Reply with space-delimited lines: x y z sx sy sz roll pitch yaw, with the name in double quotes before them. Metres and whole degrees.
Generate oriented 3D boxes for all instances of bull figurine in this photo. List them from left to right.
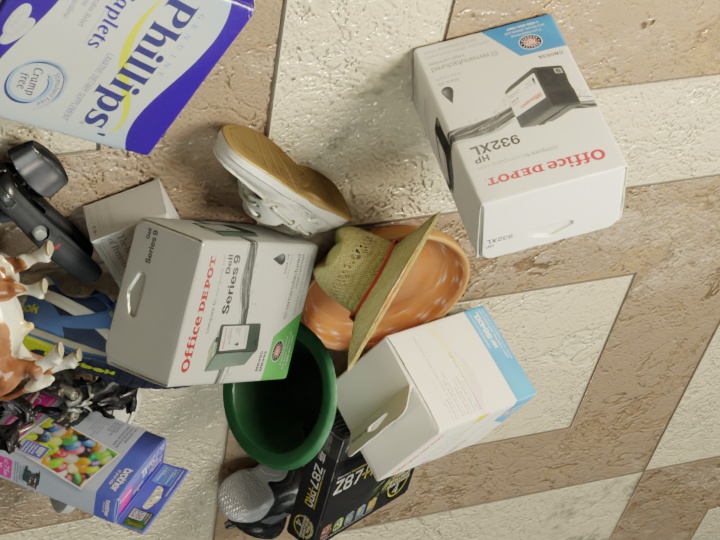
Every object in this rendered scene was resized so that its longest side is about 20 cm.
"bull figurine" -0.336 0.032 1.480 0.120 0.065 0.202 -5 123 10

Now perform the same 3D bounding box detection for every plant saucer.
"plant saucer" 0.022 0.015 1.771 0.198 0.038 0.201 -14 145 -10

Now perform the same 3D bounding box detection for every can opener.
"can opener" -0.293 -0.042 1.512 0.078 0.064 0.200 -20 145 5

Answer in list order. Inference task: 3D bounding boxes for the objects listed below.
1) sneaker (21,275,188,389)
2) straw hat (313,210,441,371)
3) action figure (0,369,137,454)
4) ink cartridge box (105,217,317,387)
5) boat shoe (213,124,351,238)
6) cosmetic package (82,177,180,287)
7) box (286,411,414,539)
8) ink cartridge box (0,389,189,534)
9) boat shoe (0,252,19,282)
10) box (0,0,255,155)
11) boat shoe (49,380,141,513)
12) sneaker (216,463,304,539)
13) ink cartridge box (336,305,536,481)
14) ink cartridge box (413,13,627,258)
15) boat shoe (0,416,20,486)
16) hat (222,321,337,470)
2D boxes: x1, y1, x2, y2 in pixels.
"sneaker" -0.249 0.065 1.621 0.198 0.083 0.074 20 155 -18
"straw hat" 0.000 0.000 1.625 0.085 0.202 0.202 29 134 3
"action figure" -0.301 0.112 1.687 0.199 0.102 0.120 -23 143 -34
"ink cartridge box" -0.142 0.031 1.564 0.199 0.083 0.148 0 106 -59
"boat shoe" -0.087 -0.075 1.566 0.069 0.071 0.200 -35 143 18
"cosmetic package" -0.204 -0.005 1.619 0.082 0.051 0.201 -22 145 0
"box" 0.004 0.226 1.928 0.199 0.049 0.163 -21 133 -50
"ink cartridge box" -0.290 0.198 1.699 0.198 0.119 0.042 22 123 10
"boat shoe" -0.423 0.006 1.512 0.198 0.072 0.066 -5 143 -11
"box" -0.217 -0.209 1.295 0.199 0.106 0.184 12 134 -38
"boat shoe" -0.293 0.201 1.837 0.085 0.075 0.203 1 130 -33
"sneaker" -0.086 0.280 2.042 0.198 0.076 0.114 -16 153 -12
"ink cartridge box" 0.073 0.140 1.822 0.199 0.126 0.129 -13 158 -46
"ink cartridge box" 0.146 -0.127 1.501 0.144 0.201 0.084 -15 145 -8
"boat shoe" -0.407 0.187 1.754 0.064 0.073 0.200 -20 143 26
"hat" -0.045 0.135 1.824 0.175 0.199 0.167 6 105 -49
